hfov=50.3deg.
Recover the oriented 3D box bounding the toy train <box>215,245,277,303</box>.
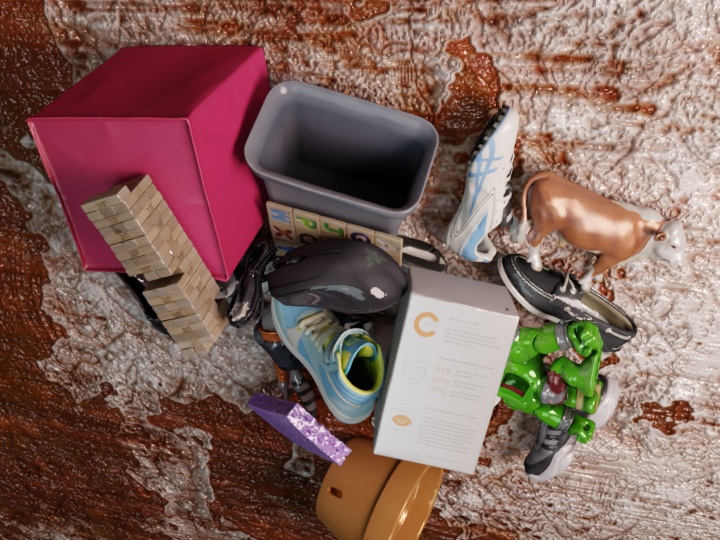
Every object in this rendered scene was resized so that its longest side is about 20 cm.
[{"bbox_3d":[-0.166,0.003,0.978,0.112,0.200,0.087,1,95,15],"label":"toy train"}]

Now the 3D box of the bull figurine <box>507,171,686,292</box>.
[{"bbox_3d":[0.266,-0.041,0.873,0.198,0.065,0.122,26,125,-1],"label":"bull figurine"}]

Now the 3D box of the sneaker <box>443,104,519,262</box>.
[{"bbox_3d":[0.149,-0.095,0.869,0.072,0.072,0.202,21,133,10],"label":"sneaker"}]

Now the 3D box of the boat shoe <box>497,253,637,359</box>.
[{"bbox_3d":[0.253,0.032,0.932,0.199,0.076,0.060,32,130,-21],"label":"boat shoe"}]

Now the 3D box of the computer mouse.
[{"bbox_3d":[-0.047,0.003,0.845,0.196,0.139,0.053,0,129,9],"label":"computer mouse"}]

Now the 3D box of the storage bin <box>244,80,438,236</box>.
[{"bbox_3d":[-0.020,-0.116,0.884,0.197,0.147,0.135,17,156,5],"label":"storage bin"}]

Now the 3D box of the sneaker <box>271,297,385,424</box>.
[{"bbox_3d":[-0.035,0.080,0.934,0.201,0.079,0.131,53,154,12],"label":"sneaker"}]

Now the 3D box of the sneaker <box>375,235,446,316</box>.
[{"bbox_3d":[0.000,0.000,0.987,0.198,0.076,0.116,21,127,-1],"label":"sneaker"}]

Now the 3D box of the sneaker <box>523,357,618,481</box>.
[{"bbox_3d":[0.255,0.199,1.052,0.113,0.076,0.201,28,123,-3],"label":"sneaker"}]

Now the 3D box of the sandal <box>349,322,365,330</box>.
[{"bbox_3d":[0.007,0.142,1.066,0.047,0.076,0.202,-22,139,0],"label":"sandal"}]

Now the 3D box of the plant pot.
[{"bbox_3d":[0.023,0.350,1.173,0.138,0.200,0.202,22,131,22],"label":"plant pot"}]

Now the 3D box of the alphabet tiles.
[{"bbox_3d":[-0.029,-0.001,0.942,0.165,0.008,0.201,16,148,12],"label":"alphabet tiles"}]

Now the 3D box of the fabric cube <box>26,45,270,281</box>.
[{"bbox_3d":[-0.218,-0.128,0.887,0.193,0.200,0.202,4,127,15],"label":"fabric cube"}]

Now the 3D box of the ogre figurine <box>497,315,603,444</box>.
[{"bbox_3d":[0.227,0.127,0.925,0.118,0.099,0.200,11,157,24],"label":"ogre figurine"}]

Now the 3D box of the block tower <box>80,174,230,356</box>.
[{"bbox_3d":[-0.207,-0.006,0.811,0.053,0.058,0.202,-13,122,26],"label":"block tower"}]

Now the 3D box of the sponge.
[{"bbox_3d":[-0.097,0.233,1.150,0.111,0.030,0.199,43,162,-16],"label":"sponge"}]

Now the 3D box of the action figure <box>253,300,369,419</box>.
[{"bbox_3d":[-0.073,0.112,1.079,0.197,0.105,0.195,-6,133,25],"label":"action figure"}]

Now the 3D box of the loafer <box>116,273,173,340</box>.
[{"bbox_3d":[-0.305,0.046,1.130,0.071,0.063,0.202,-12,120,26],"label":"loafer"}]

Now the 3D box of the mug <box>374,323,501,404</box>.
[{"bbox_3d":[0.111,0.136,1.034,0.151,0.186,0.152,-8,90,13],"label":"mug"}]

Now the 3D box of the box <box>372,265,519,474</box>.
[{"bbox_3d":[0.093,0.114,0.890,0.122,0.098,0.203,12,108,-2],"label":"box"}]
